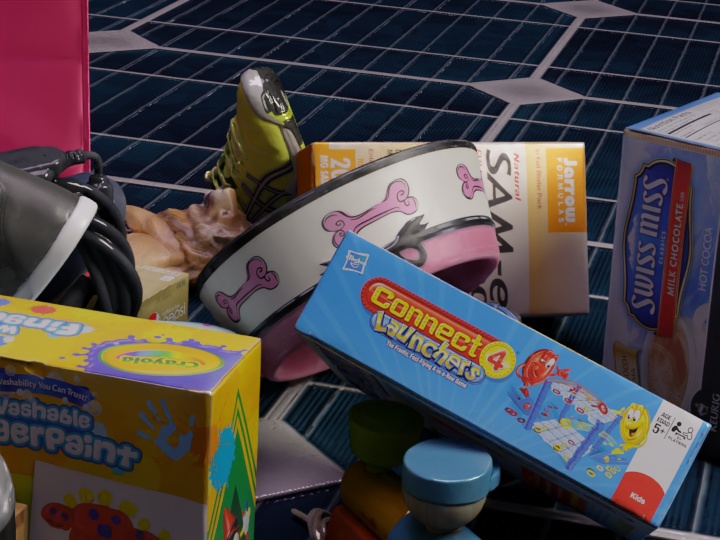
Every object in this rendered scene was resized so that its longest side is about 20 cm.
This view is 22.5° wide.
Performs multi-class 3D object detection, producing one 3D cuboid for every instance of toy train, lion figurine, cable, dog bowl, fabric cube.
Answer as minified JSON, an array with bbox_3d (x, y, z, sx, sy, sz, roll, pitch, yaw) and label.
[{"bbox_3d":[0.006,0.116,0.916,0.084,0.116,0.200,-6,22,-26],"label":"toy train"},{"bbox_3d":[-0.174,-0.005,1.320,0.122,0.073,0.200,27,44,34],"label":"lion figurine"},{"bbox_3d":[-0.237,0.010,1.106,0.199,0.164,0.051,-15,29,-16],"label":"cable"},{"bbox_3d":[0.000,0.000,1.134,0.199,0.074,0.200,-26,-12,-6],"label":"dog bowl"},{"bbox_3d":[-0.315,-0.150,1.406,0.198,0.201,0.196,-1,-3,-11],"label":"fabric cube"}]

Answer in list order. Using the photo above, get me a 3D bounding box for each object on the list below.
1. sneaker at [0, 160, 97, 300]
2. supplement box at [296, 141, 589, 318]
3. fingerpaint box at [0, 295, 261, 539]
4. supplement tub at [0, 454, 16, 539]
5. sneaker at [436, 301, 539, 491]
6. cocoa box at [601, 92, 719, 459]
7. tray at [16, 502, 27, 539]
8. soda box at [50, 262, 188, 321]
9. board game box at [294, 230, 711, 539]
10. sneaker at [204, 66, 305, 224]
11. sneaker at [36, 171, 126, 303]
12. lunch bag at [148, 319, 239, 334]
[{"bbox_3d":[-0.245,0.009,1.040,0.099,0.200,0.071,36,21,-11],"label":"sneaker"},{"bbox_3d":[0.058,-0.027,1.289,0.199,0.127,0.074,-2,-2,-12],"label":"supplement box"},{"bbox_3d":[-0.152,0.103,0.851,0.199,0.168,0.073,8,20,15],"label":"fingerpaint box"},{"bbox_3d":[-0.194,0.137,0.699,0.122,0.201,0.123,3,19,-1],"label":"supplement tub"},{"bbox_3d":[0.075,0.075,1.112,0.078,0.076,0.200,-8,21,-20],"label":"sneaker"},{"bbox_3d":[0.242,0.003,1.145,0.131,0.201,0.133,16,24,33],"label":"cocoa box"},{"bbox_3d":[-0.250,0.140,0.830,0.199,0.099,0.037,9,19,15],"label":"tray"},{"bbox_3d":[-0.218,0.022,1.221,0.199,0.064,0.068,12,22,21],"label":"soda box"},{"bbox_3d":[0.074,0.066,0.937,0.195,0.056,0.200,28,-6,9],"label":"board game box"},{"bbox_3d":[-0.078,-0.072,1.367,0.076,0.200,0.076,-14,54,-7],"label":"sneaker"},{"bbox_3d":[-0.243,-0.007,1.143,0.200,0.082,0.070,-33,59,2],"label":"sneaker"},{"bbox_3d":[-0.146,0.089,1.022,0.160,0.077,0.200,5,19,2],"label":"lunch bag"}]
